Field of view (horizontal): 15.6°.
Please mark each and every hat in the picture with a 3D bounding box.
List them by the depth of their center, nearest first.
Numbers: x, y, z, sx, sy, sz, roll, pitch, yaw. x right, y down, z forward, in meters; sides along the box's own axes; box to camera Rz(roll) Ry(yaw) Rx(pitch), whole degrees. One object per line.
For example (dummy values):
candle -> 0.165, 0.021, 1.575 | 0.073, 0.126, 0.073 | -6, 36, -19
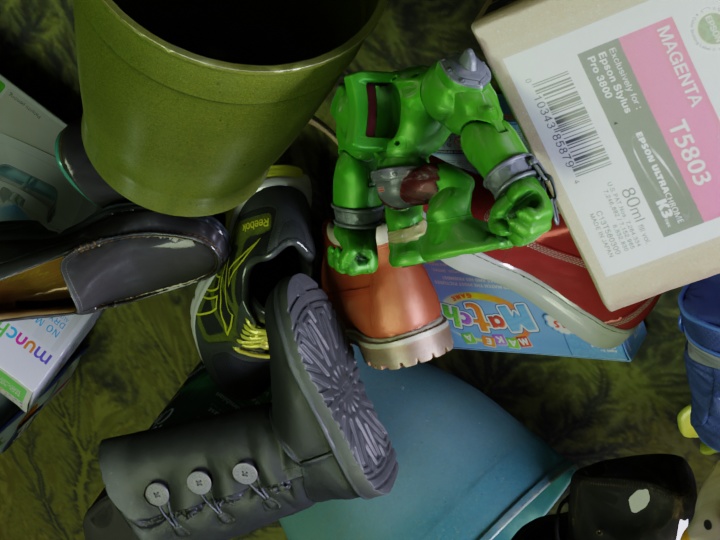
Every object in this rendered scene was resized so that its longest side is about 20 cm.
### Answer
hat -> 0.198, 0.170, 1.803 | 0.200, 0.200, 0.081 | 11, 108, 28

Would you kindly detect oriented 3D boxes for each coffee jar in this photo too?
coffee jar -> -0.124, 0.142, 1.970 | 0.085, 0.200, 0.104 | 42, 141, -8

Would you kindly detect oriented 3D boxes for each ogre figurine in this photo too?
ogre figurine -> 0.038, -0.065, 1.570 | 0.200, 0.098, 0.121 | 173, 86, -74

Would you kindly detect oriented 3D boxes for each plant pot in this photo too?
plant pot -> -0.099, -0.142, 1.666 | 0.200, 0.201, 0.193 | 31, 141, 7
plant pot -> 0.021, 0.150, 1.891 | 0.188, 0.200, 0.200 | 43, 143, 12

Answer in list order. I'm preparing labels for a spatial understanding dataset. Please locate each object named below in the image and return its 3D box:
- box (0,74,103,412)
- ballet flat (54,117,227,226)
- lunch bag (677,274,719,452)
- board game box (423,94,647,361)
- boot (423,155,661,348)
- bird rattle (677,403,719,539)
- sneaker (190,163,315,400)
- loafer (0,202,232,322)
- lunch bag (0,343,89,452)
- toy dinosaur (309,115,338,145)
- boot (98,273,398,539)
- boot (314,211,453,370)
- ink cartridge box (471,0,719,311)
box -> -0.268, -0.029, 1.912 | 0.200, 0.177, 0.097 | 37, 164, -1
ballet flat -> -0.129, -0.054, 1.842 | 0.068, 0.068, 0.200 | -8, 151, 34
lunch bag -> 0.288, 0.037, 1.610 | 0.199, 0.136, 0.133 | 15, 136, 26
board game box -> 0.096, -0.029, 1.765 | 0.151, 0.037, 0.201 | 4, 130, 33
boot -> 0.121, -0.052, 1.653 | 0.199, 0.073, 0.144 | 28, 128, -10
bird rattle -> 0.296, 0.145, 1.707 | 0.199, 0.163, 0.113 | 21, 158, 32
sneaker -> -0.074, 0.023, 1.829 | 0.074, 0.085, 0.201 | 0, 130, -12
loafer -> -0.185, 0.004, 1.795 | 0.199, 0.072, 0.073 | -9, 127, 17
lunch bag -> -0.305, 0.070, 2.059 | 0.123, 0.170, 0.201 | 20, 138, 27
toy dinosaur -> -0.092, -0.118, 1.814 | 0.199, 0.061, 0.106 | 1, 152, 45
boot -> -0.093, 0.103, 1.800 | 0.199, 0.066, 0.166 | -16, 101, 30
boot -> 0.000, 0.000, 1.819 | 0.200, 0.075, 0.108 | 12, 122, 68
ink cartridge box -> 0.182, -0.097, 1.542 | 0.164, 0.075, 0.201 | -21, 106, 25
